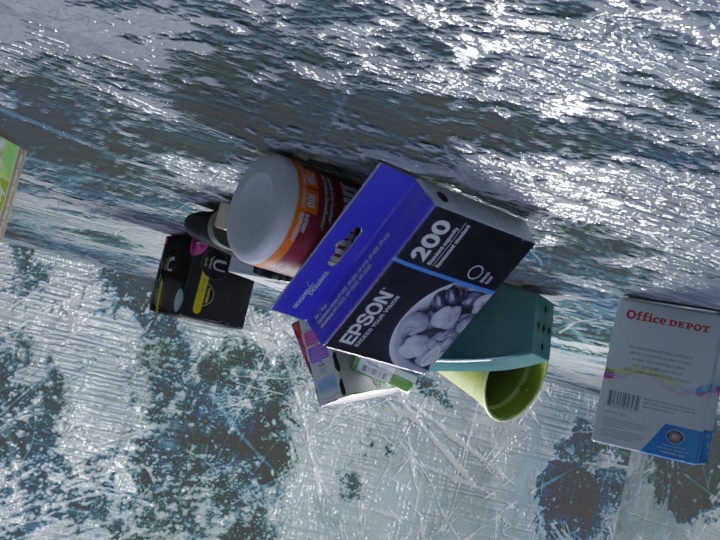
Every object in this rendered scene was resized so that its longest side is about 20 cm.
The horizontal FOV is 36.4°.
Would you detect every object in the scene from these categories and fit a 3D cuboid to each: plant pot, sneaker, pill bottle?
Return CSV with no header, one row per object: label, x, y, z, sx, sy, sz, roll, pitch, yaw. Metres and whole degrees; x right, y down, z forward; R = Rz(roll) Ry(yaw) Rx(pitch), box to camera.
plant pot,0.184,0.083,1.664,0.199,0.142,0.141,2,169,26
sneaker,-0.154,-0.042,1.594,0.200,0.075,0.106,29,171,-34
plant pot,0.256,0.186,2.270,0.184,0.201,0.200,23,-178,44
pill bottle,-0.027,-0.039,1.126,0.200,0.113,0.113,17,173,-35

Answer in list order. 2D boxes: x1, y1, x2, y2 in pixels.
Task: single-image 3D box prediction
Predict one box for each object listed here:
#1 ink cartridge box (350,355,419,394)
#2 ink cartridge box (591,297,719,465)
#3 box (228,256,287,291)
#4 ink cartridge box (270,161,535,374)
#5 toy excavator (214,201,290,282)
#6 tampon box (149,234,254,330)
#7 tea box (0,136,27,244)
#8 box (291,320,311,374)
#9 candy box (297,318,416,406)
ink cartridge box,0.067,0.093,1.787,0.104,0.200,0.059,23,140,1
ink cartridge box,0.407,0.147,1.470,0.144,0.201,0.085,10,177,29
box,-0.127,0.001,1.919,0.116,0.060,0.200,9,172,30
ink cartridge box,0.044,0.006,1.089,0.200,0.198,0.043,18,-149,-35
toy excavator,-0.097,-0.042,1.384,0.194,0.100,0.200,15,-178,-1
tampon box,-0.289,0.020,2.012,0.126,0.150,0.200,16,173,-25
tea box,-0.555,-0.128,1.338,0.199,0.134,0.197,11,174,15
box,-0.019,0.104,1.967,0.095,0.100,0.200,-17,-175,36
candy box,-0.012,0.114,1.826,0.167,0.201,0.071,-3,163,-43
